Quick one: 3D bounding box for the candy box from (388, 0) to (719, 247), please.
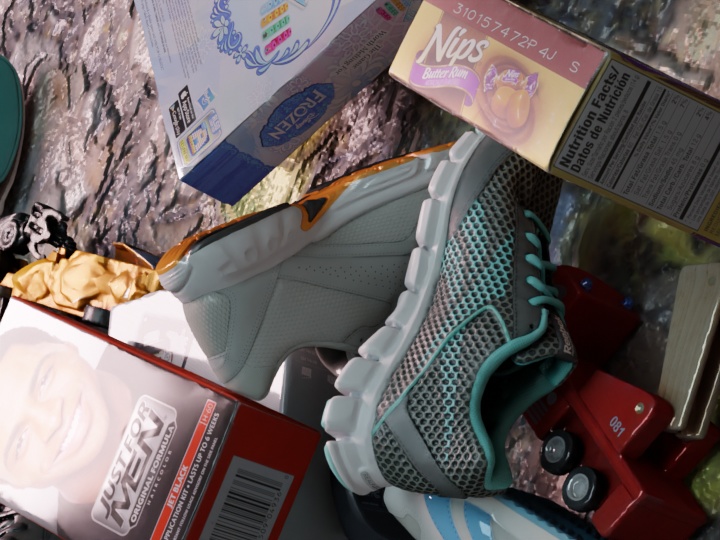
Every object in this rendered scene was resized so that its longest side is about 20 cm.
[{"bbox_3d":[0.122,-0.055,1.034,0.117,0.200,0.056,37,101,50],"label":"candy box"}]

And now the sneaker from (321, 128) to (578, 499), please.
[{"bbox_3d":[0.064,0.018,1.105,0.091,0.078,0.200,14,73,33],"label":"sneaker"}]

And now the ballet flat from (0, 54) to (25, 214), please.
[{"bbox_3d":[-0.258,-0.043,1.572,0.069,0.069,0.200,-17,62,43],"label":"ballet flat"}]

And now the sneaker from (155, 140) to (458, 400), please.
[{"bbox_3d":[0.000,0.000,1.194,0.076,0.200,0.092,-11,101,64],"label":"sneaker"}]

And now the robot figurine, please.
[{"bbox_3d":[-0.173,0.039,1.438,0.200,0.058,0.145,12,83,49],"label":"robot figurine"}]

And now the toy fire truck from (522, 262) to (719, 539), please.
[{"bbox_3d":[0.141,0.047,1.086,0.141,0.049,0.200,-51,41,18],"label":"toy fire truck"}]

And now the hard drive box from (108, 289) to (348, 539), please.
[{"bbox_3d":[-0.063,0.107,1.269,0.156,0.077,0.200,-17,62,44],"label":"hard drive box"}]

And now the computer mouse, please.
[{"bbox_3d":[0.011,0.050,1.229,0.034,0.059,0.200,-34,48,54],"label":"computer mouse"}]

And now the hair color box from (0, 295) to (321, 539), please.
[{"bbox_3d":[-0.118,0.090,1.223,0.200,0.061,0.102,19,86,48],"label":"hair color box"}]

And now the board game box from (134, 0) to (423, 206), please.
[{"bbox_3d":[-0.034,-0.169,1.312,0.199,0.043,0.200,-41,44,26],"label":"board game box"}]

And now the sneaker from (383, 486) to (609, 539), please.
[{"bbox_3d":[0.069,0.143,1.107,0.200,0.076,0.081,30,98,52],"label":"sneaker"}]

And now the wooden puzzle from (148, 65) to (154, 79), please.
[{"bbox_3d":[-0.024,-0.191,1.384,0.185,0.046,0.200,7,74,49],"label":"wooden puzzle"}]

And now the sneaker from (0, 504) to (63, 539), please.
[{"bbox_3d":[-0.194,0.158,1.308,0.071,0.099,0.200,-23,55,40],"label":"sneaker"}]
